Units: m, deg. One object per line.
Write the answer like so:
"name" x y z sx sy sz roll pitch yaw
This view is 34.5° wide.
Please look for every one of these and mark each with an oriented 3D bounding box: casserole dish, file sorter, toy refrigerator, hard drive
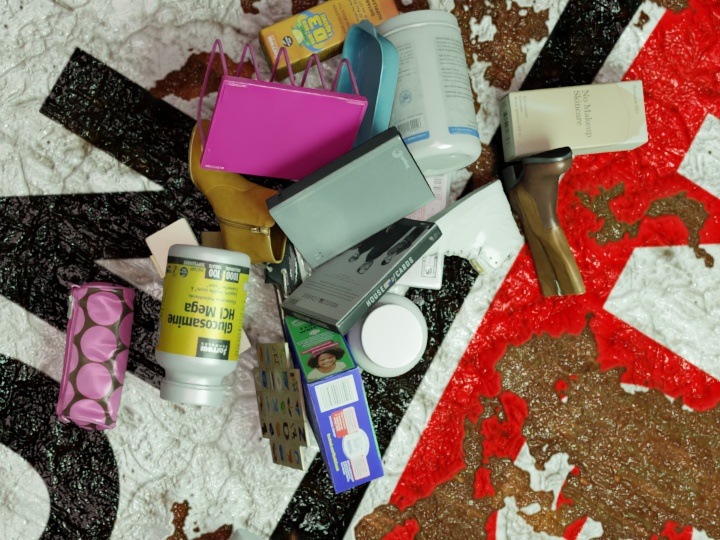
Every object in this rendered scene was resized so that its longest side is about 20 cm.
"casserole dish" 0.008 -0.242 1.599 0.038 0.121 0.203 -4 118 -28
"file sorter" -0.113 -0.221 1.574 0.196 0.127 0.140 5 132 -21
"toy refrigerator" -0.227 0.033 1.624 0.069 0.076 0.202 -27 92 -5
"hard drive" -0.011 -0.096 1.555 0.198 0.140 0.033 -29 49 7

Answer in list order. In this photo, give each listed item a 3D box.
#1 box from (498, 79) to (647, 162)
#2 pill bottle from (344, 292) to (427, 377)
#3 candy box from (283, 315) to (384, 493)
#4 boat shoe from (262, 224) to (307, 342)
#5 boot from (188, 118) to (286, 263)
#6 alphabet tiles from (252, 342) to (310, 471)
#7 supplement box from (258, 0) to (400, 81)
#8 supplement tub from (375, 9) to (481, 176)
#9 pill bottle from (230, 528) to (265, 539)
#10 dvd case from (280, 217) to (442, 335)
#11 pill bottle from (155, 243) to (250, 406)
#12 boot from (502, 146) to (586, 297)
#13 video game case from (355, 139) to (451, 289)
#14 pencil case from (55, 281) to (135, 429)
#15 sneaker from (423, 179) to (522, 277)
"box" 0.306 -0.216 1.678 0.196 0.078 0.097 -8 88 -5
"pill bottle" 0.032 0.087 1.584 0.109 0.200 0.114 0 89 -5
"candy box" -0.039 0.166 1.553 0.076 0.200 0.172 -16 116 -8
"boat shoe" -0.107 0.010 1.636 0.059 0.076 0.203 -18 90 -11
"boot" -0.161 -0.111 1.604 0.142 0.070 0.205 1 99 34
"alphabet tiles" -0.109 0.182 1.572 0.006 0.199 0.170 -8 89 -22
"supplement box" -0.045 -0.343 1.656 0.197 0.069 0.067 -25 89 -3
"supplement tub" 0.091 -0.244 1.620 0.129 0.132 0.204 -7 80 -5
"pill bottle" -0.185 0.465 1.599 0.111 0.112 0.202 31 87 -4
"dvd case" 0.000 0.000 1.566 0.200 0.149 0.025 -45 119 -19
"pill bottle" -0.211 0.072 1.531 0.110 0.112 0.204 7 88 -5
"boot" 0.267 -0.061 1.617 0.067 0.188 0.204 -16 88 -22
"video game case" 0.037 -0.083 1.678 0.178 0.024 0.204 6 89 -5
"pencil case" -0.370 0.117 1.605 0.093 0.090 0.204 9 85 -40
"sneaker" 0.144 -0.033 1.644 0.198 0.073 0.117 -30 99 -20
